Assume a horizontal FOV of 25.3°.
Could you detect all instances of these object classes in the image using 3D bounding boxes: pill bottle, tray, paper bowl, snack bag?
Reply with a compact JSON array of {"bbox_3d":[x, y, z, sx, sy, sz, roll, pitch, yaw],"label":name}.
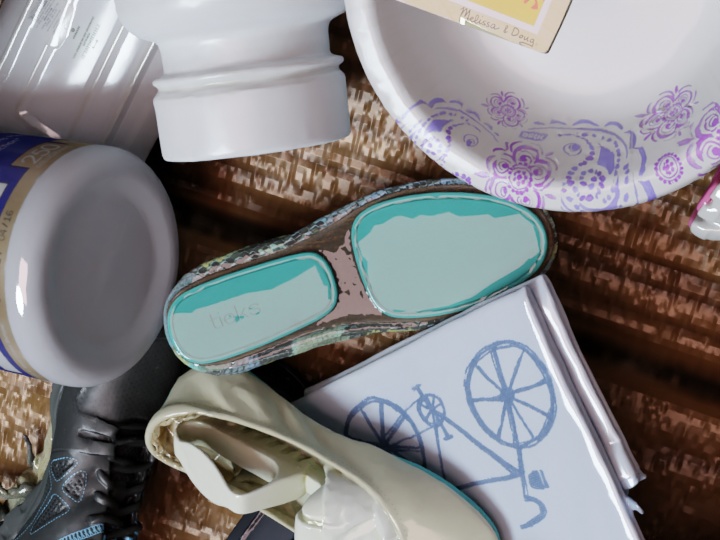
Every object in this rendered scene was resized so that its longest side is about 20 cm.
[{"bbox_3d":[-0.199,-0.014,0.808,0.198,0.115,0.117,9,111,31],"label":"pill bottle"},{"bbox_3d":[-0.137,-0.122,0.821,0.107,0.022,0.201,34,114,5],"label":"tray"},{"bbox_3d":[0.098,-0.135,0.699,0.198,0.104,0.203,5,109,16],"label":"paper bowl"},{"bbox_3d":[-0.059,-0.155,0.723,0.113,0.114,0.203,-4,98,18],"label":"pill bottle"},{"bbox_3d":[0.063,0.123,0.763,0.188,0.021,0.202,-30,84,44],"label":"snack bag"}]

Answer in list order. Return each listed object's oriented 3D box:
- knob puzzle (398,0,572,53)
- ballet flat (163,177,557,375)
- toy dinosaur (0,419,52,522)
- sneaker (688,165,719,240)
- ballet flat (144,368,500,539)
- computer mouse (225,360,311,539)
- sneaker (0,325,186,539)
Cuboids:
[{"bbox_3d":[0.027,-0.208,0.622,0.217,0.030,0.223,2,97,12],"label":"knob puzzle"},{"bbox_3d":[0.000,0.000,0.792,0.197,0.074,0.075,-12,104,9],"label":"ballet flat"},{"bbox_3d":[-0.210,0.148,0.920,0.087,0.048,0.202,22,116,2],"label":"toy dinosaur"},{"bbox_3d":[0.231,-0.073,0.697,0.087,0.074,0.201,35,118,3],"label":"sneaker"},{"bbox_3d":[-0.026,0.108,0.775,0.199,0.069,0.070,26,115,31],"label":"ballet flat"},{"bbox_3d":[-0.063,0.146,0.871,0.140,0.046,0.201,38,114,2],"label":"computer mouse"},{"bbox_3d":[-0.132,0.113,0.845,0.082,0.073,0.202,39,110,46],"label":"sneaker"}]
